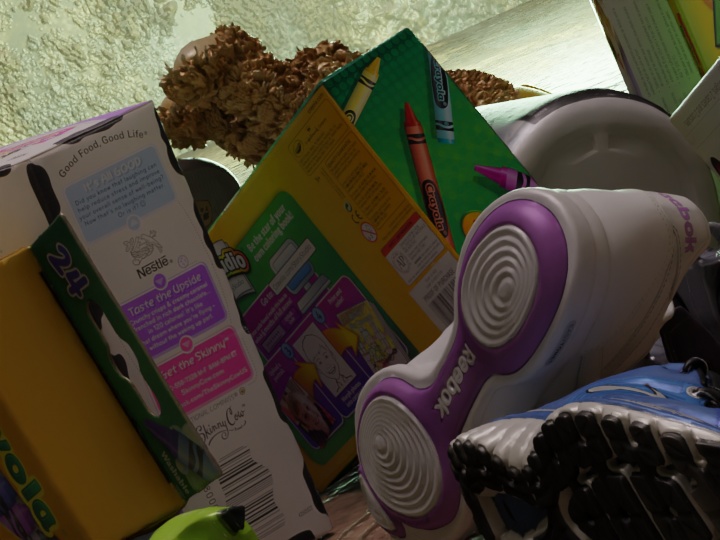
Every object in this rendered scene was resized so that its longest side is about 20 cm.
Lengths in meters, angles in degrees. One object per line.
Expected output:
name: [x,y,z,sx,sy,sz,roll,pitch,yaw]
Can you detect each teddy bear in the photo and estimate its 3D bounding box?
teddy bear: [-0.014,-0.074,1.516,0.199,0.067,0.145,17,-32,-22]

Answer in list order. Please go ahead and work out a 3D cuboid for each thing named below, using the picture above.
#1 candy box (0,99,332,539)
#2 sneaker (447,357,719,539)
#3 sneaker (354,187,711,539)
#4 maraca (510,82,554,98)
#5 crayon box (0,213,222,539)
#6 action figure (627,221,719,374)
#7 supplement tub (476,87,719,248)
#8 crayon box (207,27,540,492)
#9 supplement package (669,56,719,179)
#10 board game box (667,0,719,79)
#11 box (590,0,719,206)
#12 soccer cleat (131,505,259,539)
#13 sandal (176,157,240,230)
candy box: [-0.119,0.041,1.258,0.071,0.201,0.167,-29,10,-34]
sneaker: [0.102,0.061,0.958,0.089,0.079,0.200,-28,9,-18]
sneaker: [0.065,0.041,1.086,0.099,0.075,0.200,-11,-30,-34]
maraca: [0.057,-0.046,1.659,0.137,0.108,0.200,-5,-12,-38]
crayon box: [-0.148,0.075,1.208,0.051,0.126,0.200,-28,-7,-37]
action figure: [0.103,0.029,1.194,0.130,0.070,0.200,-42,11,-25]
supplement tub: [0.075,-0.020,1.386,0.122,0.123,0.200,-26,8,-20]
crayon box: [0.000,0.000,1.249,0.058,0.119,0.200,-35,-8,-35]
supplement package: [0.230,-0.088,1.156,0.156,0.111,0.200,-41,-5,-9]
board game box: [0.201,-0.105,1.306,0.101,0.201,0.048,-23,-17,4]
box: [0.147,-0.094,1.383,0.041,0.201,0.039,-24,2,-1]
soccer cleat: [-0.110,0.145,1.086,0.081,0.068,0.200,-30,-4,39]
sandal: [-0.119,-0.005,1.469,0.054,0.082,0.200,10,21,39]
